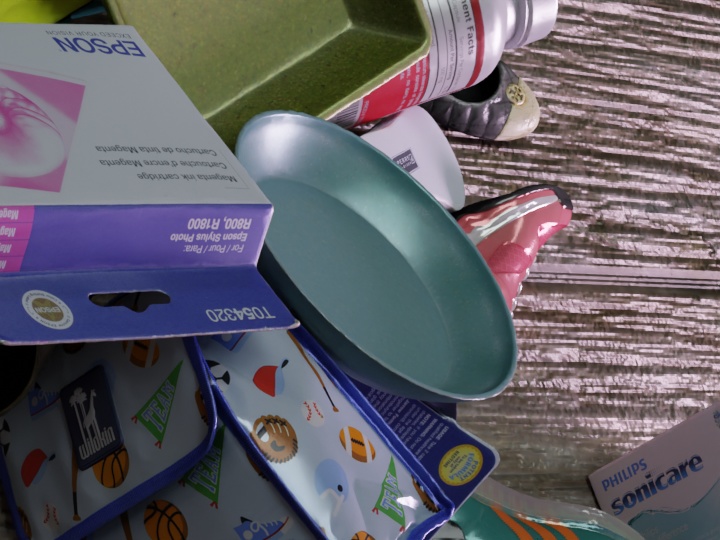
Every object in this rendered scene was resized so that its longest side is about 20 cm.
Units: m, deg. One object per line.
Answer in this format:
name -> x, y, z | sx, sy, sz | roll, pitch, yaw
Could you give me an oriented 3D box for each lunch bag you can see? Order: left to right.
lunch bag -> -0.085, 0.106, 1.533 | 0.200, 0.170, 0.124 | 53, 35, -6

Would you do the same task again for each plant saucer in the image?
plant saucer -> -0.071, -0.170, 1.642 | 0.200, 0.048, 0.201 | -34, 114, -32
plant saucer -> 0.000, 0.000, 1.601 | 0.200, 0.036, 0.201 | 35, 28, -22

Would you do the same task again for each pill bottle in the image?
pill bottle -> 0.015, -0.152, 1.793 | 0.199, 0.112, 0.113 | -20, 79, -23

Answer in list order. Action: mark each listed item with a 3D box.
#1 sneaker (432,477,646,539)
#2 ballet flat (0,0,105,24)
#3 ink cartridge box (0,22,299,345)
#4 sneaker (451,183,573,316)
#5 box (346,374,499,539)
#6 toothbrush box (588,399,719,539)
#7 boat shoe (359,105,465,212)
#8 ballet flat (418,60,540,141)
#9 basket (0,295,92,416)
sneaker -> 0.091, 0.176, 1.743 | 0.199, 0.071, 0.080 | 21, 52, -25
ballet flat -> -0.171, -0.162, 1.631 | 0.200, 0.066, 0.067 | -33, 107, -53
ink cartridge box -> -0.142, -0.048, 1.449 | 0.196, 0.043, 0.200 | -3, 43, -46
sneaker -> 0.067, 0.008, 1.842 | 0.200, 0.073, 0.087 | -26, 97, -46
box -> -0.035, 0.083, 1.616 | 0.199, 0.121, 0.032 | 35, 23, -13
toothbrush box -> 0.249, 0.185, 1.832 | 0.085, 0.146, 0.201 | -5, 67, -47
boat shoe -> 0.007, -0.051, 1.808 | 0.072, 0.067, 0.200 | 66, 21, -3
ballet flat -> 0.043, -0.145, 1.913 | 0.199, 0.057, 0.067 | 33, 46, -26
basket -> -0.197, -0.027, 1.536 | 0.179, 0.137, 0.200 | 21, 30, 15
